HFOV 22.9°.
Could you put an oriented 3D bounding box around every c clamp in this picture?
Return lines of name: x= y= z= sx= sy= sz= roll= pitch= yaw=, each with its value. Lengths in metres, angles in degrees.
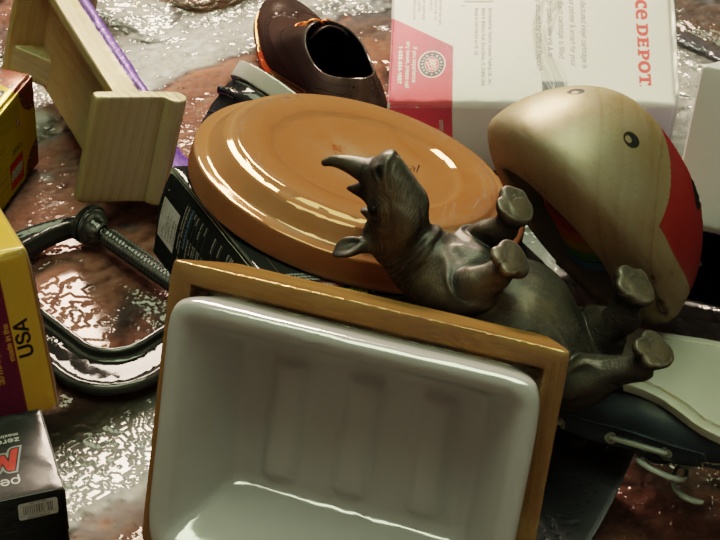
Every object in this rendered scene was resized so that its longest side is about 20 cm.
c clamp: x=-0.148 y=0.013 z=1.132 sx=0.199 sy=0.027 sz=0.171 roll=27 pitch=50 yaw=28

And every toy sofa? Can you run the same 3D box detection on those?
toy sofa: x=-0.175 y=-0.130 z=1.243 sx=0.097 sy=0.083 sz=0.200 roll=-2 pitch=34 yaw=-28

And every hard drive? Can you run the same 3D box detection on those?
hard drive: x=0.059 y=0.137 z=0.969 sx=0.134 sy=0.043 sz=0.200 roll=20 pitch=40 yaw=21

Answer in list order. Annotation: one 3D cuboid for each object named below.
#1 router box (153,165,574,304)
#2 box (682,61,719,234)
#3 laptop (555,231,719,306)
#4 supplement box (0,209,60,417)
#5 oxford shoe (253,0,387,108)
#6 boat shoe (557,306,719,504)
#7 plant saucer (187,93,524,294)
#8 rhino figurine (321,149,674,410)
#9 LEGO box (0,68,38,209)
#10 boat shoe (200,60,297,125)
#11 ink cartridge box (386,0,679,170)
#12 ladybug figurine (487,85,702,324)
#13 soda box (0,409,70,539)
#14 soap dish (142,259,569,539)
router box: x=0.000 y=0.000 z=1.033 sx=0.199 sy=0.062 sz=0.150 roll=-3 pitch=33 yaw=-32
box: x=0.271 y=-0.072 z=1.109 sx=0.124 sy=0.098 sz=0.200 roll=13 pitch=11 yaw=14
laptop: x=0.222 y=-0.035 z=1.153 sx=0.176 sy=0.200 sz=0.104 roll=13 pitch=75 yaw=13
supplement box: x=-0.284 y=0.036 z=0.992 sx=0.199 sy=0.104 sz=0.131 roll=-14 pitch=25 yaw=-16
oxford shoe: x=-0.027 y=-0.164 z=1.327 sx=0.071 sy=0.073 sz=0.200 roll=-14 pitch=41 yaw=-20
boat shoe: x=0.165 y=0.077 z=0.972 sx=0.199 sy=0.062 sz=0.075 roll=16 pitch=39 yaw=15
plant saucer: x=0.000 y=-0.052 z=1.027 sx=0.199 sy=0.032 sz=0.201 roll=14 pitch=29 yaw=-8
rhino figurine: x=0.061 y=0.003 z=0.911 sx=0.200 sy=0.088 sz=0.060 roll=34 pitch=50 yaw=-4
LEGO box: x=-0.321 y=-0.062 z=1.169 sx=0.148 sy=0.077 sz=0.200 roll=12 pitch=39 yaw=11
boat shoe: x=-0.022 y=-0.068 z=1.213 sx=0.200 sy=0.074 sz=0.060 roll=35 pitch=87 yaw=13
ink cartridge box: x=0.121 y=-0.151 z=1.268 sx=0.199 sy=0.084 sz=0.145 roll=0 pitch=58 yaw=4
ladybug figurine: x=0.136 y=-0.039 z=0.976 sx=0.072 sy=0.200 sz=0.136 roll=-44 pitch=66 yaw=-4
soda box: x=-0.256 y=0.134 z=0.932 sx=0.199 sy=0.064 sz=0.071 roll=-10 pitch=40 yaw=-18
soap dish: x=-0.003 y=0.084 z=0.881 sx=0.199 sy=0.158 sz=0.081 roll=13 pitch=21 yaw=13
